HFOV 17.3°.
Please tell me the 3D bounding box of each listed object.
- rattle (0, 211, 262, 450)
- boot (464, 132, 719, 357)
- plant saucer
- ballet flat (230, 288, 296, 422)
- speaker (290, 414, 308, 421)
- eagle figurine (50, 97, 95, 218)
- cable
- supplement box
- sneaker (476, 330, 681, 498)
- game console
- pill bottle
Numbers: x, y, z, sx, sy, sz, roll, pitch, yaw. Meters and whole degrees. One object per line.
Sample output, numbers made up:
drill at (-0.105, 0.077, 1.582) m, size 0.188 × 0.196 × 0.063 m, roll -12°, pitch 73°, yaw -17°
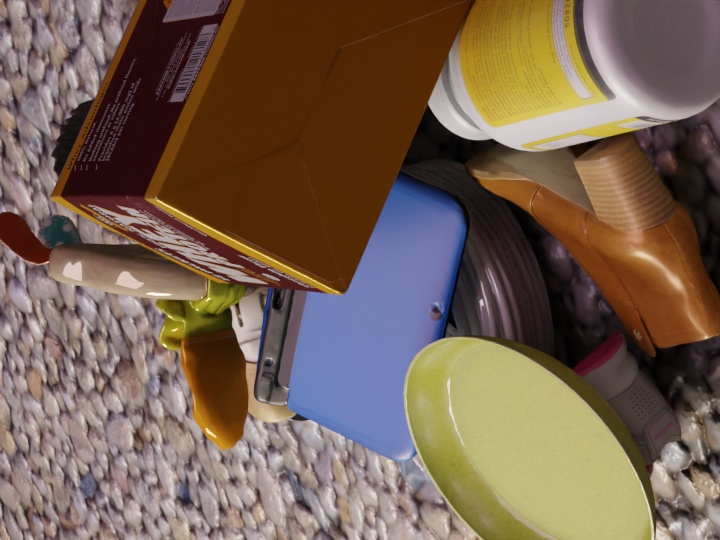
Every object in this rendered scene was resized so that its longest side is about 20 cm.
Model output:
rattle at (-0.171, 0.037, 1.712) m, size 0.200 × 0.130 × 0.143 m, roll 3°, pitch 112°, yaw 15°
boot at (0.146, -0.017, 1.485) m, size 0.144 × 0.071 × 0.201 m, roll 63°, pitch 160°, yaw -16°
plant saucer at (0.113, 0.118, 1.500) m, size 0.200 × 0.031 × 0.200 m, roll 32°, pitch 143°, yaw 28°
ballet flat at (-0.080, 0.019, 1.761) m, size 0.063 × 0.069 × 0.200 m, roll 62°, pitch -165°, yaw -53°
speaker at (-0.092, 0.031, 1.848) m, size 0.200 × 0.081 × 0.081 m, roll 40°, pitch 139°, yaw 37°
eagle figurine at (-0.111, -0.087, 1.700) m, size 0.152 × 0.200 × 0.151 m, roll -40°, pitch 83°, yaw 14°
cable at (0.056, 0.021, 1.637) m, size 0.200 × 0.069 × 0.200 m, roll 58°, pitch 147°, yaw 17°
supplement box at (-0.066, -0.103, 1.451) m, size 0.200 × 0.133 × 0.198 m, roll 5°, pitch 70°, yaw 65°
sneaker at (0.144, 0.118, 1.554) m, size 0.088 × 0.081 × 0.200 m, roll 49°, pitch 155°, yaw 5°
game console at (0.000, 0.000, 1.610) m, size 0.171 × 0.118 × 0.200 m, roll -86°, pitch 8°, yaw -65°
pill bottle at (0.123, -0.131, 1.402) m, size 0.200 × 0.112 × 0.112 m, roll -10°, pitch 101°, yaw 57°
